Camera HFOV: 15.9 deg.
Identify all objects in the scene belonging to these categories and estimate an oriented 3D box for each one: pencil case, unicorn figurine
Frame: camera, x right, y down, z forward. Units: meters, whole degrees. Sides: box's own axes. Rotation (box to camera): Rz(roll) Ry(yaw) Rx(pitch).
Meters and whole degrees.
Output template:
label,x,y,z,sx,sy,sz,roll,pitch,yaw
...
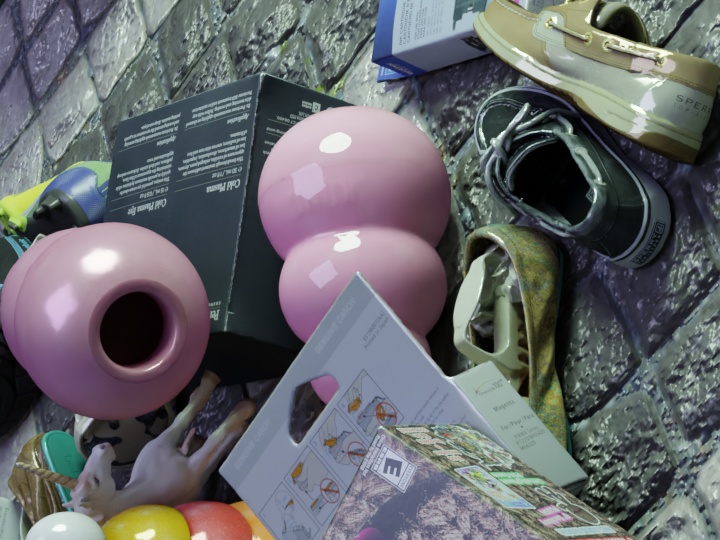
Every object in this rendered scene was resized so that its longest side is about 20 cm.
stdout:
label,x,y,z,sx,sy,sz,roll,pitch,yaw
pencil case,-0.195,0.058,1.921,0.078,0.089,0.200,-56,36,28
unicorn figurine,-0.133,0.132,1.728,0.074,0.200,0.137,33,75,23

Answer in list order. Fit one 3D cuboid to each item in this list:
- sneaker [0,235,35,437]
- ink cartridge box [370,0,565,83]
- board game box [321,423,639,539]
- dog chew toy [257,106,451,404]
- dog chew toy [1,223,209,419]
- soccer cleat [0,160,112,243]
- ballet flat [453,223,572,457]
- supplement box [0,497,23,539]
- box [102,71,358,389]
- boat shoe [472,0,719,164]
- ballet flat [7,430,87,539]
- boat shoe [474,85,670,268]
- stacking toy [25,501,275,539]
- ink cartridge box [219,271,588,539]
label,x,y,z,sx,sy,sz,roll,pitch,yaw
sneaker,-0.298,0.063,2.077,0.200,0.073,0.082,-56,45,26
ink cartridge box,0.067,-0.199,1.699,0.200,0.042,0.120,-13,63,55
board game box,0.073,0.199,1.364,0.200,0.097,0.160,32,104,28
dog chew toy,0.000,0.000,1.632,0.124,0.124,0.200,-28,60,48
dog chew toy,-0.178,0.028,1.685,0.200,0.124,0.125,13,85,65
soccer cleat,-0.238,-0.049,2.082,0.084,0.065,0.200,-38,11,-23
ballet flat,0.084,0.064,1.518,0.071,0.071,0.200,-28,53,48
supplement box,-0.306,0.214,1.909,0.101,0.200,0.104,-6,70,55
box,-0.092,-0.022,1.789,0.200,0.104,0.182,-11,66,55
boat shoe,0.144,-0.127,1.523,0.200,0.074,0.066,37,103,46
ballet flat,-0.204,0.212,1.849,0.072,0.068,0.200,-44,63,30
boat shoe,0.108,-0.063,1.540,0.074,0.068,0.199,-60,34,18
stacking toy,-0.128,0.198,1.647,0.146,0.200,0.146,-31,50,47
ink cartridge box,0.020,0.121,1.510,0.174,0.044,0.200,51,131,19
